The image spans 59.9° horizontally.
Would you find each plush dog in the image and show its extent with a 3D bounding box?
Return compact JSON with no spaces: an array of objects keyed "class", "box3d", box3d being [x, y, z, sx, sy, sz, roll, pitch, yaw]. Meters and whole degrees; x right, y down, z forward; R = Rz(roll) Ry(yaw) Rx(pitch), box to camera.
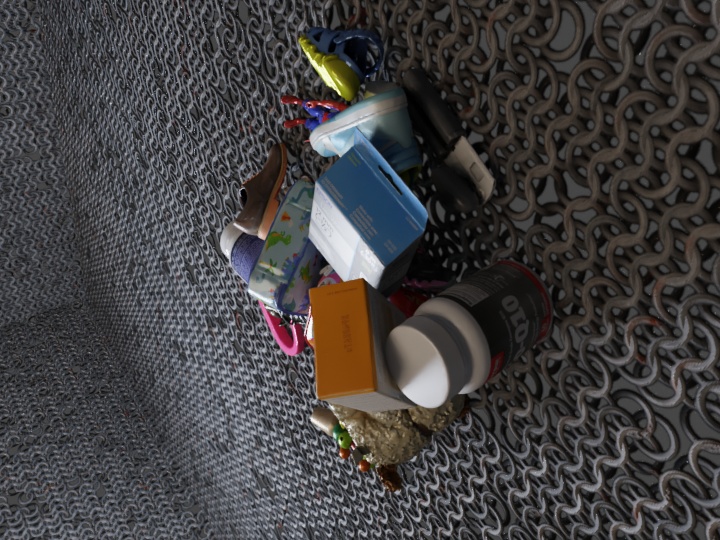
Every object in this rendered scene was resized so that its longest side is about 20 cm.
[{"class":"plush dog","box3d":[0.074,0.206,0.911,0.171,0.199,0.162,-40,45,14]}]

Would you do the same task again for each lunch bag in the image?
[{"class":"lunch bag","box3d":[-0.089,-0.031,0.997,0.081,0.204,0.161,23,175,18]},{"class":"lunch bag","box3d":[0.017,0.076,0.941,0.196,0.083,0.178,21,139,3]}]

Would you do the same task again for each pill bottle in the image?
[{"class":"pill bottle","box3d":[0.130,0.072,0.735,0.113,0.198,0.116,26,129,39]},{"class":"pill bottle","box3d":[-0.195,-0.021,1.254,0.199,0.114,0.118,38,137,39]}]

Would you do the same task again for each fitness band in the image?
[{"class":"fitness band","box3d":[-0.173,0.086,1.355,0.143,0.037,0.204,-37,75,57]}]

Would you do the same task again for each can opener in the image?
[{"class":"can opener","box3d":[0.097,-0.163,0.782,0.202,0.066,0.054,58,145,16]}]

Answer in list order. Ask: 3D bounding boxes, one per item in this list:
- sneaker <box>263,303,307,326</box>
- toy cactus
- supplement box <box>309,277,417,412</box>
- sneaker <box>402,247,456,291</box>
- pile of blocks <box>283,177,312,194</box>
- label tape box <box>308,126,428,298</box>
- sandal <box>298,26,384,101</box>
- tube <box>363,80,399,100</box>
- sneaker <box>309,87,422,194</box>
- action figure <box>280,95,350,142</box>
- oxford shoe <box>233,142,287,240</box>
[{"class":"sneaker","box3d":[-0.105,0.077,1.113,0.200,0.112,0.077,55,170,54]},{"class":"toy cactus","box3d":[-0.012,0.274,1.094,0.162,0.199,0.105,17,98,25]},{"class":"supplement box","box3d":[0.008,0.101,0.771,0.200,0.072,0.129,43,-142,-64]},{"class":"sneaker","box3d":[0.056,-0.032,0.913,0.197,0.079,0.098,20,90,31]},{"class":"pile of blocks","box3d":[-0.100,-0.101,1.118,0.083,0.062,0.200,53,158,4]},{"class":"label tape box","box3d":[0.003,-0.056,0.785,0.144,0.065,0.201,51,158,16]},{"class":"sandal","box3d":[-0.025,-0.307,0.884,0.080,0.087,0.201,48,-176,-41]},{"class":"tube","box3d":[0.025,-0.170,0.908,0.059,0.050,0.204,-108,16,-51]},{"class":"sneaker","box3d":[0.006,-0.147,0.830,0.199,0.078,0.133,-8,105,61]},{"class":"action figure","box3d":[-0.063,-0.240,0.999,0.198,0.051,0.067,24,124,45]},{"class":"oxford shoe","box3d":[-0.175,-0.153,1.109,0.072,0.071,0.204,121,161,-54]}]
